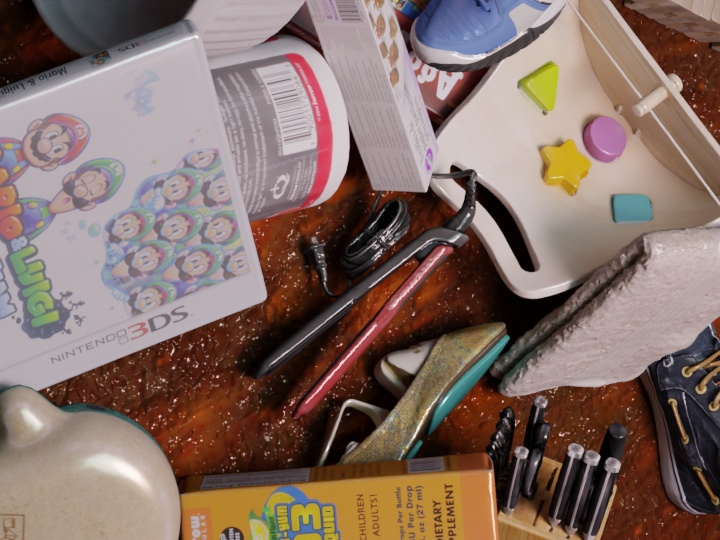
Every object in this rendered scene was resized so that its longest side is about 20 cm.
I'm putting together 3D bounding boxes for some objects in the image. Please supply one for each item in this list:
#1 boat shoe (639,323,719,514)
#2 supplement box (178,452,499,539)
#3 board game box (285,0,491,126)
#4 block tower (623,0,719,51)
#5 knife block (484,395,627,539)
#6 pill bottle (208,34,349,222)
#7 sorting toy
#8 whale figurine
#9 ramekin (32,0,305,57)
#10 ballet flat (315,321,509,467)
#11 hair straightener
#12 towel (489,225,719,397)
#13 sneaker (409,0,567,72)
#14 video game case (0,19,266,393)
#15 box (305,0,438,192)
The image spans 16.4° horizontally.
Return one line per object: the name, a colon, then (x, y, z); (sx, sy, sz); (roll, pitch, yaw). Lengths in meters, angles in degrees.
boat shoe: (0.252, 0.082, 1.786); (0.071, 0.091, 0.201); (-24, 105, -32)
supplement box: (-0.014, 0.158, 1.559); (0.199, 0.069, 0.067); (-5, 95, 3)
board game box: (0.012, -0.182, 1.653); (0.200, 0.019, 0.103); (30, 76, -32)
block tower: (0.279, -0.188, 1.819); (0.199, 0.054, 0.058); (22, 80, -34)
knife block: (0.136, 0.175, 1.653); (0.200, 0.175, 0.064); (51, 44, -25)
pill bottle: (-0.115, -0.073, 1.511); (0.199, 0.110, 0.111); (-15, 100, -33)
sorting toy: (0.140, -0.074, 1.683); (0.180, 0.107, 0.200); (-35, 85, -22)
whale figurine: (-0.208, 0.140, 1.476); (0.199, 0.104, 0.160); (0, 106, -12)
ramekin: (-0.105, -0.218, 1.468); (0.105, 0.199, 0.201); (-1, 92, -45)
ballet flat: (0.024, 0.095, 1.649); (0.071, 0.071, 0.200); (50, 63, -25)
hair straightener: (0.000, 0.000, 1.619); (0.077, 0.041, 0.200); (43, 82, 2)
towel: (0.187, 0.029, 1.685); (0.132, 0.200, 0.035); (-6, 63, -37)
sneaker: (0.111, -0.207, 1.632); (0.200, 0.076, 0.077); (-38, 148, -5)
video game case: (-0.157, -0.029, 1.423); (0.181, 0.024, 0.201); (-21, 130, -10)
box: (0.008, -0.124, 1.562); (0.200, 0.041, 0.039); (68, 31, -51)
